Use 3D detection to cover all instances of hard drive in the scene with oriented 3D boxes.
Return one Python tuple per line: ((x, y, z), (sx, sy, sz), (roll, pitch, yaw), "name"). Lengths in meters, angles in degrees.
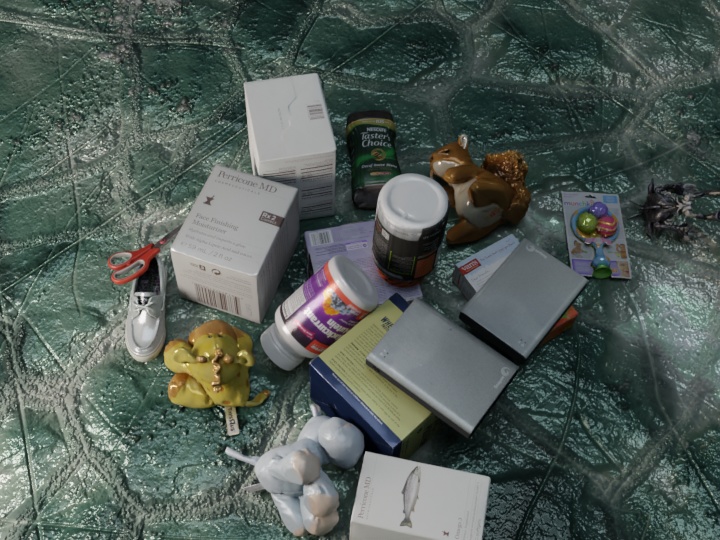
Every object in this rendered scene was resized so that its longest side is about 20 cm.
((0.128, 0.150, 1.458), (0.199, 0.033, 0.140), (35, 63, 16), "hard drive")
((0.286, 0.050, 1.625), (0.139, 0.033, 0.200), (35, 64, 18), "hard drive")

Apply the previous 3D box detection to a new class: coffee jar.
((0.026, -0.223, 1.823), (0.103, 0.086, 0.201), (-4, 58, -5), "coffee jar")

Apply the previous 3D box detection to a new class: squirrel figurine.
((0.227, -0.170, 1.789), (0.199, 0.142, 0.187), (-7, 47, -23), "squirrel figurine")

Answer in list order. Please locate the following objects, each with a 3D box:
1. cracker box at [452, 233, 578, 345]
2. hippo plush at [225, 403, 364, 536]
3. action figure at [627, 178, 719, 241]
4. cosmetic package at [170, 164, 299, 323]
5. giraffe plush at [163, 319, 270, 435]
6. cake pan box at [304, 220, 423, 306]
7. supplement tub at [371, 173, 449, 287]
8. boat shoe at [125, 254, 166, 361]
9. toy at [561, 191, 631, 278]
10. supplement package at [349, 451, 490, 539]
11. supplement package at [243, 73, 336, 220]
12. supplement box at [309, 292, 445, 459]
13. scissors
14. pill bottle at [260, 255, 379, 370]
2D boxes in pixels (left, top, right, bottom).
((0.277, 0.046, 1.681), (0.133, 0.058, 0.200), (-27, 64, -18), "cracker box")
((-0.073, 0.314, 1.477), (0.199, 0.160, 0.161), (-4, 23, 45), "hippo plush")
((0.617, -0.116, 1.770), (0.199, 0.102, 0.120), (0, 82, 43), "action figure")
((-0.217, -0.047, 1.657), (0.164, 0.165, 0.201), (17, 59, 7), "cosmetic package")
((-0.243, 0.152, 1.532), (0.172, 0.163, 0.201), (-24, 61, -17), "giraffe plush")
((0.000, 0.000, 1.704), (0.198, 0.052, 0.185), (-10, 57, -9), "cake pan box")
((0.082, -0.062, 1.601), (0.121, 0.200, 0.123), (2, 58, -4), "supplement tub")
((-0.378, 0.058, 1.631), (0.069, 0.072, 0.202), (-1, 58, -2), "boat shoe")
((0.453, -0.080, 1.771), (0.114, 0.047, 0.201), (3, 58, -2), "toy")
((0.090, 0.372, 1.436), (0.198, 0.118, 0.118), (10, 59, 5), "supplement package")
((-0.132, -0.226, 1.751), (0.146, 0.200, 0.192), (-8, 59, -8), "supplement package")
((0.053, 0.188, 1.538), (0.199, 0.135, 0.200), (-38, 67, -23), "supplement box")
((-0.357, -0.039, 1.650), (0.199, 0.014, 0.073), (-29, 50, -18), "scissors")
((-0.074, 0.077, 1.571), (0.200, 0.111, 0.112), (-42, 61, 19), "pill bottle")
